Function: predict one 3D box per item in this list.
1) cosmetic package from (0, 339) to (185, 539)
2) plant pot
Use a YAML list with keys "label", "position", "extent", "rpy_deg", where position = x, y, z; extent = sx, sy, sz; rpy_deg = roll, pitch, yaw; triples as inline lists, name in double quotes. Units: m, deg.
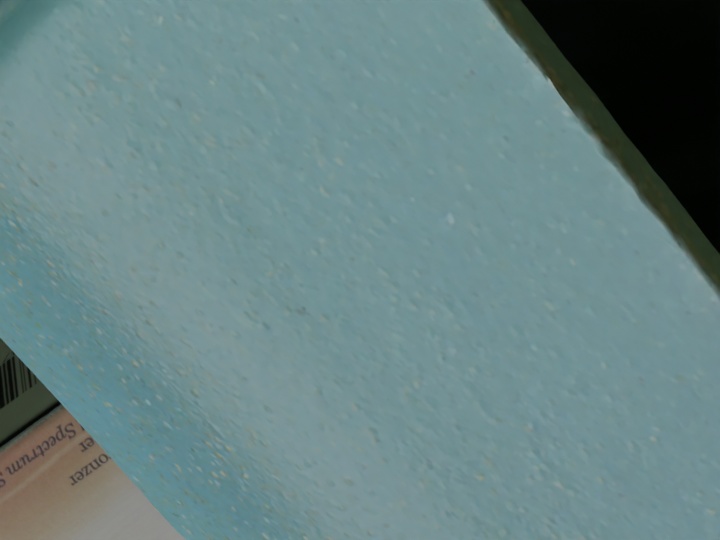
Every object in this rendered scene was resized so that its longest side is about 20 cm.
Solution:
- label: "cosmetic package"
  position: [-0.061, 0.111, 0.797]
  extent: [0.200, 0.103, 0.087]
  rpy_deg: [52, -175, -24]
- label: "plant pot"
  position: [0.012, -0.038, 0.551]
  extent: [0.199, 0.197, 0.196]
  rpy_deg: [-27, 112, 38]
